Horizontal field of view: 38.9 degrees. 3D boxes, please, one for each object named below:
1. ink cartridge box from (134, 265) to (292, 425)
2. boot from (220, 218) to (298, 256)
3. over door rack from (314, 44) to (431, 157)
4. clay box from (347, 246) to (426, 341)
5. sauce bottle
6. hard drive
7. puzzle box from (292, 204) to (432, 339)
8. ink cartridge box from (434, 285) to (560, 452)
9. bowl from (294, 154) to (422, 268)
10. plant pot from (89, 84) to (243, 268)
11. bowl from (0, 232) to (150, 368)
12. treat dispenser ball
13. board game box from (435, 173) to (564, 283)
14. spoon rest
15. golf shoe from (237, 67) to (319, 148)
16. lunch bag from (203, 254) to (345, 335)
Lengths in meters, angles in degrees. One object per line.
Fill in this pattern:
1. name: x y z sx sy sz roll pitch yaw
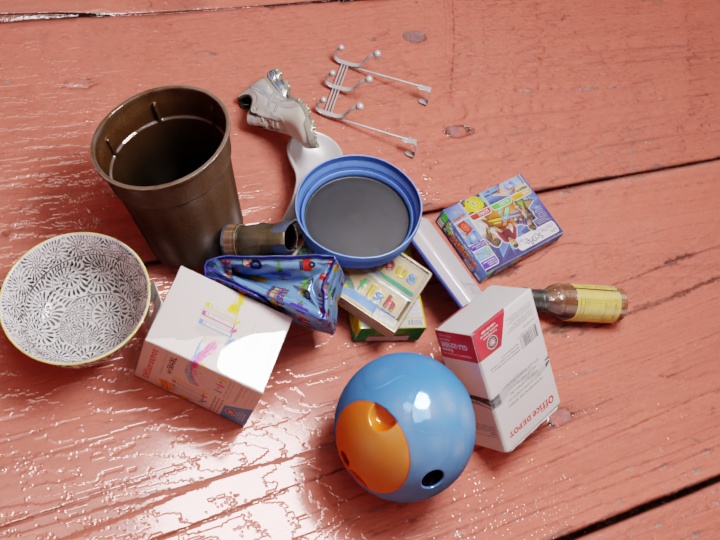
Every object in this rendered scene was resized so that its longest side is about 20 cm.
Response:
1. ink cartridge box: -0.216 0.101 1.409 0.197 0.129 0.127 25 57 -6
2. boot: -0.120 -0.037 1.504 0.095 0.199 0.076 -1 91 20
3. over door rack: 0.031 -0.310 1.804 0.197 0.067 0.150 23 55 -8
4. clay box: 0.029 0.012 1.616 0.113 0.048 0.203 1 59 -19
5. sauce bottle: 0.354 0.053 1.717 0.196 0.066 0.067 5 58 -18
6. hard drive: 0.142 -0.002 1.639 0.201 0.025 0.132 54 15 14
7. puzzle box: 0.000 0.000 1.569 0.198 0.026 0.134 33 56 4
8. ink cartridge box: 0.208 0.146 1.526 0.143 0.083 0.203 -32 113 -35
9. bowl: -0.004 -0.090 1.570 0.196 0.040 0.204 2 56 -3
10. plant pot: -0.259 -0.122 1.459 0.196 0.200 0.203 -5 50 6
11. bowl: -0.377 0.058 1.378 0.196 0.095 0.204 1 59 -2
12. treat dispenser ball: 0.061 0.216 1.408 0.197 0.202 0.204 10 56 -16
13. board game box: 0.244 -0.076 1.767 0.198 0.035 0.136 -24 72 -32
14. spoon rest: -0.085 -0.153 1.662 0.098 0.061 0.203 20 55 -8
15. golf shoe: -0.136 -0.249 1.680 0.096 0.079 0.201 -27 45 -12
16. lunch bag: -0.130 0.019 1.454 0.196 0.151 0.096 10 80 6
